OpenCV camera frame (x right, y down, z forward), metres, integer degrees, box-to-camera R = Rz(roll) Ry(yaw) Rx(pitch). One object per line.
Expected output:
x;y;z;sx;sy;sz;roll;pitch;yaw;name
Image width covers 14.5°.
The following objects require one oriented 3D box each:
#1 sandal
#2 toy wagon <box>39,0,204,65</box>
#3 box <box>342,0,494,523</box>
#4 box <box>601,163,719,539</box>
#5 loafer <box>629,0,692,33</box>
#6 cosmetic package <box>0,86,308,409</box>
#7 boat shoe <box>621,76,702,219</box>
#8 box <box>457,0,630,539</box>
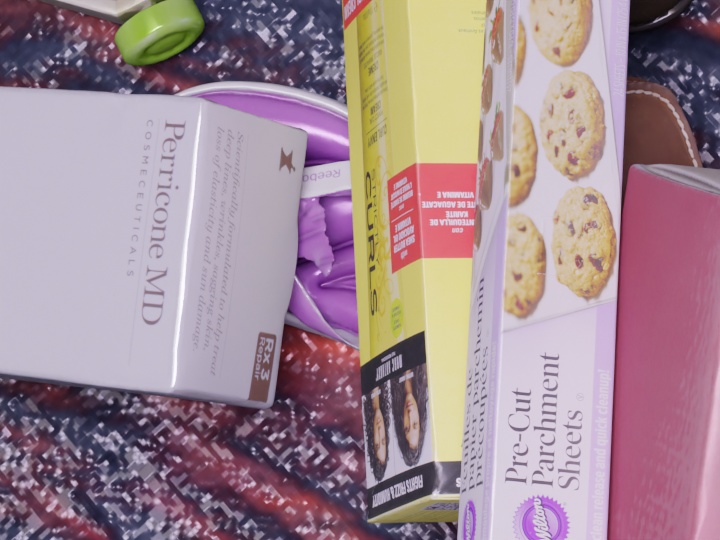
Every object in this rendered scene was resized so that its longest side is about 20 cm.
0.004;-0.007;0.992;0.202;0.050;0.083;30;91;13;sandal
-0.053;-0.175;1.031;0.199;0.040;0.156;-28;79;8;toy wagon
0.029;-0.020;0.936;0.050;0.075;0.201;1;79;-17;box
0.140;0.076;0.852;0.127;0.109;0.201;5;96;-12;box
0.067;-0.179;0.985;0.073;0.071;0.201;-18;80;11;loafer
-0.124;-0.012;0.991;0.199;0.074;0.102;3;85;30;cosmetic package
0.104;0.033;0.940;0.075;0.072;0.201;-8;89;-22;boat shoe
0.057;-0.004;0.881;0.041;0.039;0.201;7;76;-12;box
